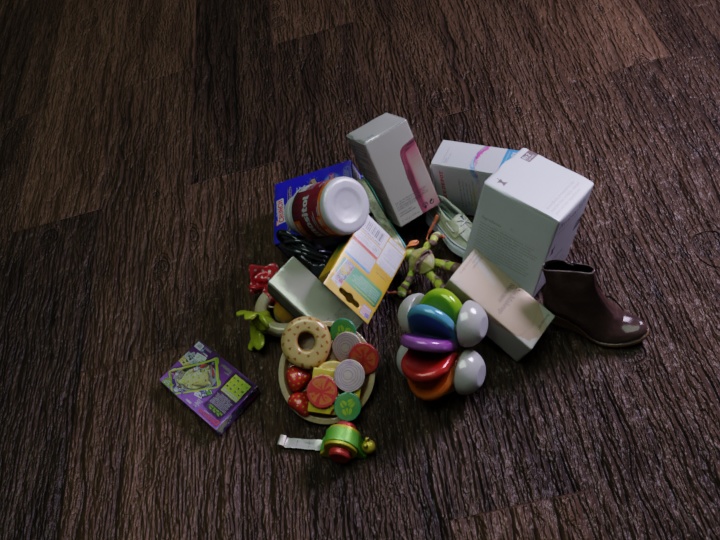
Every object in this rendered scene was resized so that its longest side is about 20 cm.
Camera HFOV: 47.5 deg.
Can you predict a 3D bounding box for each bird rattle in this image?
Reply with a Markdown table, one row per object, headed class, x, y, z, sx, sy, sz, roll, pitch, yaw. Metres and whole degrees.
| class | x | y | z | sx | sy | sz | roll | pitch | yaw |
| --- | --- | --- | --- | --- | --- | --- | --- | --- | --- |
| bird rattle | -0.175 | 0.079 | 1.733 | 0.159 | 0.114 | 0.202 | 10 | 43 | 7 |

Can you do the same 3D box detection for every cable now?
| class | x | y | z | sx | sy | sz | roll | pitch | yaw |
| --- | --- | --- | --- | --- | --- | --- | --- | --- | --- |
| cable | -0.090 | -0.031 | 1.713 | 0.051 | 0.198 | 0.163 | -53 | 10 | 11 |

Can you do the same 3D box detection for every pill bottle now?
| class | x | y | z | sx | sy | sz | roll | pitch | yaw |
| --- | --- | --- | --- | --- | --- | --- | --- | --- | --- |
| pill bottle | -0.076 | -0.123 | 1.675 | 0.113 | 0.113 | 0.199 | -49 | 22 | -24 |

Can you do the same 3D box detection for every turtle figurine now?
| class | x | y | z | sx | sy | sz | roll | pitch | yaw |
| --- | --- | --- | --- | --- | --- | --- | --- | --- | --- |
| turtle figurine | 0.145 | -0.019 | 1.694 | 0.160 | 0.065 | 0.201 | 29 | 77 | 34 |

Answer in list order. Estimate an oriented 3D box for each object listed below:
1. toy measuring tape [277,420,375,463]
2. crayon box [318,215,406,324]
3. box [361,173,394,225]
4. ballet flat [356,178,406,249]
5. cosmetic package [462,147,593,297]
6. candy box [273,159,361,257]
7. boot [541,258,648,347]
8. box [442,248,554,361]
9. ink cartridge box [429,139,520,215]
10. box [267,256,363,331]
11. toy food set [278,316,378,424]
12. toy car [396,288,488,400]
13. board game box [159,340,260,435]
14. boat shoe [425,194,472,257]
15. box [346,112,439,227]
| class | x | y | z | sx | sy | sz | roll | pitch | yaw |
| --- | --- | --- | --- | --- | --- | --- | --- | --- | --- |
| toy measuring tape | -0.068 | 0.311 | 1.506 | 0.196 | 0.074 | 0.075 | 3 | 52 | 18 |
| crayon box | 0.000 | 0.000 | 1.647 | 0.051 | 0.125 | 0.202 | -28 | 25 | 50 |
| box | 0.000 | -0.152 | 1.887 | 0.120 | 0.033 | 0.200 | -35 | 50 | -12 |
| ballet flat | 0.031 | -0.105 | 1.762 | 0.062 | 0.068 | 0.202 | -29 | 83 | -15 |
| cosmetic package | 0.322 | -0.091 | 1.586 | 0.163 | 0.203 | 0.164 | 31 | 46 | 21 |
| candy box | -0.095 | -0.137 | 1.843 | 0.196 | 0.077 | 0.172 | -14 | 57 | 17 |
| boot | 0.427 | 0.059 | 1.494 | 0.196 | 0.168 | 0.073 | 11 | 55 | 24 |
| box | 0.256 | 0.065 | 1.546 | 0.199 | 0.078 | 0.095 | 39 | 66 | 6 |
| ink cartridge box | 0.261 | -0.191 | 1.762 | 0.196 | 0.146 | 0.086 | 12 | 55 | 25 |
| box | -0.093 | 0.073 | 1.650 | 0.200 | 0.069 | 0.082 | 43 | 71 | 7 |
| toy food set | -0.063 | 0.191 | 1.564 | 0.193 | 0.049 | 0.205 | 6 | 81 | 8 |
| toy car | 0.131 | 0.138 | 1.491 | 0.172 | 0.205 | 0.149 | 9 | 13 | 33 |
| board game box | -0.309 | 0.236 | 1.668 | 0.198 | 0.033 | 0.120 | 31 | 62 | 35 |
| boat shoe | 0.206 | -0.089 | 1.740 | 0.071 | 0.063 | 0.200 | -21 | 44 | -30 |
| box | 0.070 | -0.216 | 1.745 | 0.108 | 0.203 | 0.128 | -29 | 24 | -9 |
